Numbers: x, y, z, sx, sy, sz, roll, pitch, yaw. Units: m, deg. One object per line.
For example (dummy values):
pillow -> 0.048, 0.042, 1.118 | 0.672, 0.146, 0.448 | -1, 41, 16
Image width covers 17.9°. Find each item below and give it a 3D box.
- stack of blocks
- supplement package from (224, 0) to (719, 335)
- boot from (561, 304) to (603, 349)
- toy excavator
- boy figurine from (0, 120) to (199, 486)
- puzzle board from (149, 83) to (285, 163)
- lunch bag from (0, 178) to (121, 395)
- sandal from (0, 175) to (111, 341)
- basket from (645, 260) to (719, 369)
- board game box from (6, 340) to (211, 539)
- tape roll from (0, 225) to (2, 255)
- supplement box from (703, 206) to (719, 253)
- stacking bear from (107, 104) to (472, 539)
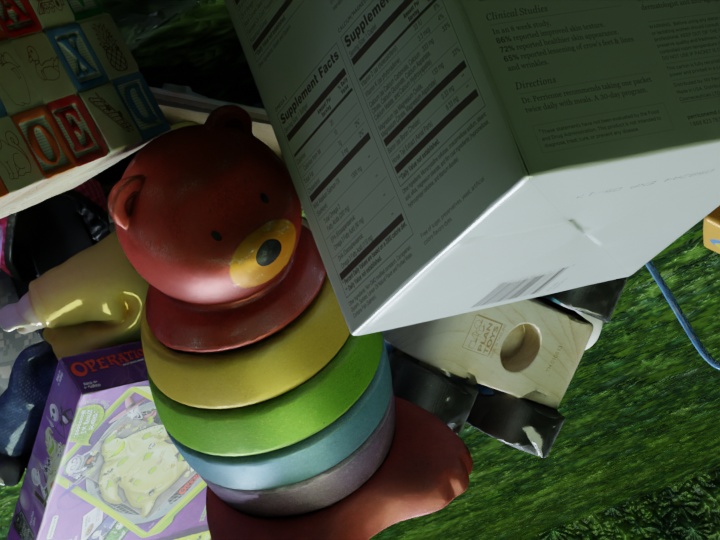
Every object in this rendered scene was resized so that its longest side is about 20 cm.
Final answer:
stack of blocks -> -0.164, -0.075, 0.888 | 0.058, 0.116, 0.200 | -28, -178, 25
supplement package -> 0.054, -0.104, 0.922 | 0.151, 0.201, 0.151 | -11, 162, -32
boot -> 0.092, -0.027, 1.297 | 0.090, 0.200, 0.073 | -15, 132, -34
toy excavator -> 0.000, 0.000, 1.141 | 0.194, 0.200, 0.100 | 20, 95, -41
boy figurine -> -0.118, 0.016, 1.078 | 0.124, 0.064, 0.200 | 6, 126, -54
puzzle board -> -0.025, -0.061, 1.173 | 0.150, 0.018, 0.200 | 11, 174, 18
lunch bag -> -0.164, 0.025, 1.234 | 0.163, 0.118, 0.200 | -16, 158, -28
sandal -> -0.150, -0.024, 1.083 | 0.075, 0.045, 0.200 | -31, 137, -7
basket -> 0.252, -0.058, 1.388 | 0.200, 0.177, 0.139 | -35, 168, 8
board game box -> -0.111, 0.107, 1.119 | 0.120, 0.032, 0.201 | -15, 143, -36
tape roll -> -0.249, 0.004, 0.935 | 0.199, 0.066, 0.200 | 7, -168, -1
supplement box -> 0.266, -0.093, 1.288 | 0.201, 0.066, 0.069 | -63, 167, -5
stacking bear -> -0.045, 0.025, 0.985 | 0.121, 0.114, 0.201 | -33, 129, -17
